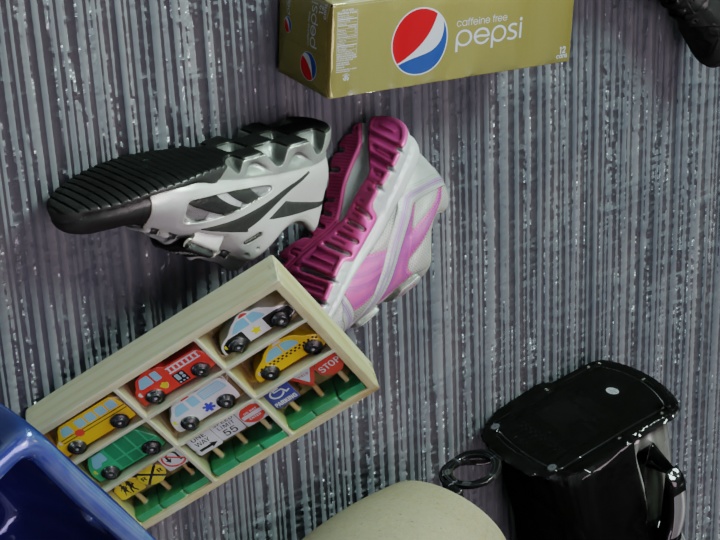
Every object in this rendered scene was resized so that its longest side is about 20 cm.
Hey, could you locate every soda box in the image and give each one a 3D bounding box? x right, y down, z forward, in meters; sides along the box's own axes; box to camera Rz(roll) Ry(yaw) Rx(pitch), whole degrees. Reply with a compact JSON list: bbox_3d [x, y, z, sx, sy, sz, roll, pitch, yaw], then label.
[{"bbox_3d":[0.045,-0.165,1.233,0.199,0.068,0.064,-11,117,-31],"label":"soda box"}]

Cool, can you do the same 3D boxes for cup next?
[{"bbox_3d":[0.032,0.240,1.345,0.143,0.200,0.201,-56,134,-32],"label":"cup"}]

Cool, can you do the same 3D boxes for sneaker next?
[{"bbox_3d":[-0.103,-0.034,1.183,0.199,0.074,0.089,-14,116,-29],"label":"sneaker"},{"bbox_3d":[0.209,-0.224,1.333,0.104,0.060,0.200,-29,119,-23],"label":"sneaker"},{"bbox_3d":[0.000,0.000,1.266,0.088,0.081,0.200,31,91,-38],"label":"sneaker"}]

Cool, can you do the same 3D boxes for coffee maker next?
[{"bbox_3d":[0.166,0.198,1.459,0.191,0.135,0.201,-14,119,-2],"label":"coffee maker"}]

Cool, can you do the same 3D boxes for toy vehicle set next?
[{"bbox_3d":[-0.103,0.084,1.210,0.200,0.027,0.124,-32,130,13],"label":"toy vehicle set"}]

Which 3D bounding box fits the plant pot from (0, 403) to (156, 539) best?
[{"bbox_3d":[-0.245,0.180,1.108,0.200,0.180,0.200,-45,129,-10],"label":"plant pot"}]
